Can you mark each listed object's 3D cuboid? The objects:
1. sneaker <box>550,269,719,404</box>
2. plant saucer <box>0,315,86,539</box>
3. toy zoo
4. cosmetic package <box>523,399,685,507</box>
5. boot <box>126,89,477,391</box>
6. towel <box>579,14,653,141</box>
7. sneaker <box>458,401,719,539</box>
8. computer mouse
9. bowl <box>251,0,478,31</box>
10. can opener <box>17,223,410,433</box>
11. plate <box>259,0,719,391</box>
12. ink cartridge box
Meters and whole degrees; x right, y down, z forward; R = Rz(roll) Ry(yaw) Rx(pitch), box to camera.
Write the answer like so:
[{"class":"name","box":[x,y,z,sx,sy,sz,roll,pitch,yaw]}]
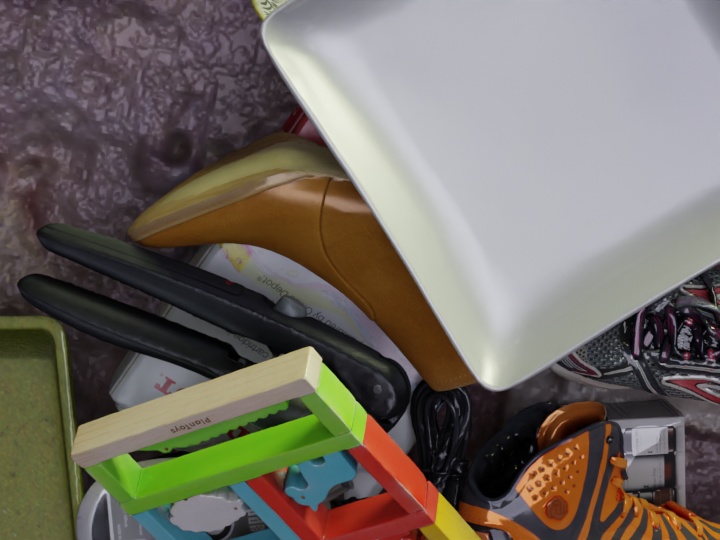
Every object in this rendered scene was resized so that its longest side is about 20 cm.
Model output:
[{"class":"sneaker","box":[0.185,0.030,1.131,0.199,0.075,0.081,6,98,-17]},{"class":"plant saucer","box":[-0.218,0.117,1.119,0.200,0.048,0.200,-1,100,23]},{"class":"toy zoo","box":[-0.023,0.121,1.009,0.131,0.020,0.200,-20,129,28]},{"class":"cosmetic package","box":[0.133,0.174,1.183,0.082,0.051,0.201,-3,98,-3]},{"class":"boot","box":[0.001,0.000,1.049,0.201,0.071,0.144,-19,110,20]},{"class":"towel","box":[0.141,-0.133,1.066,0.049,0.200,0.148,27,95,5]},{"class":"sneaker","box":[0.137,0.121,1.094,0.200,0.078,0.112,-3,97,-31]},{"class":"computer mouse","box":[-0.042,0.113,1.082,0.199,0.044,0.110,-4,104,-9]},{"class":"bowl","box":[0.053,-0.147,1.080,0.200,0.201,0.094,-32,124,1]},{"class":"can opener","box":[-0.069,0.029,1.033,0.200,0.079,0.063,28,86,11]},{"class":"plate","box":[0.088,-0.077,0.959,0.199,0.032,0.200,-32,95,13]},{"class":"ink cartridge box","box":[-0.017,0.018,1.131,0.146,0.083,0.200,35,95,-9]}]
